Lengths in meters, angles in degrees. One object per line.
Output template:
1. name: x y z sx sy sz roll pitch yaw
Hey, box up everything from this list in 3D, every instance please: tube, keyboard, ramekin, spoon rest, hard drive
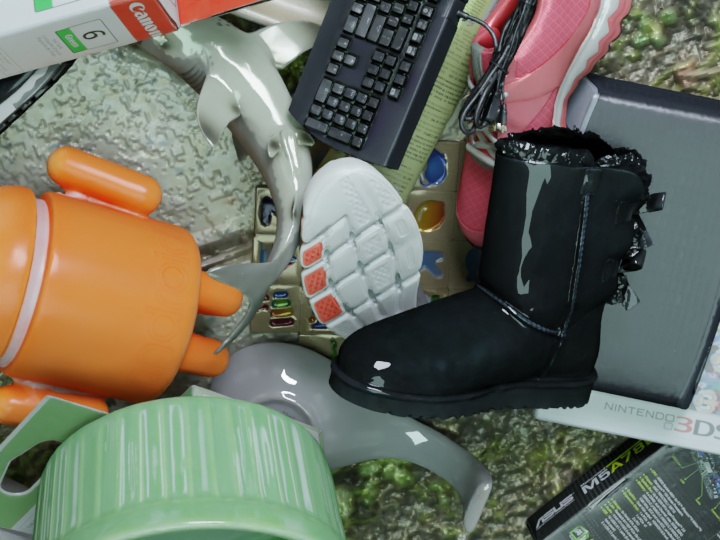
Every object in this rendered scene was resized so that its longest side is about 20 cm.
1. tube: 0.038 -0.120 1.033 0.058 0.052 0.201 30 102 5
2. keyboard: 0.046 -0.155 0.956 0.126 0.021 0.202 22 92 14
3. ramekin: -0.101 0.163 0.975 0.198 0.098 0.201 -6 140 -5
4. spoon rest: -0.008 0.113 1.107 0.198 0.061 0.100 22 112 0
5. hard drive: 0.175 -0.015 1.050 0.134 0.042 0.202 12 100 2

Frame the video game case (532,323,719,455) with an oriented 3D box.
1. video game case: 0.221 0.018 1.087 0.180 0.024 0.202 11 100 1

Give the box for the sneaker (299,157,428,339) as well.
1. sneaker: 0.000 0.000 1.024 0.076 0.082 0.201 -21 133 -3

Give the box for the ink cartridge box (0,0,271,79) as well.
1. ink cartridge box: -0.147 -0.186 0.942 0.198 0.050 0.110 -14 68 11

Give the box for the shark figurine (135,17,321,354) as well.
1. shark figurine: -0.067 -0.067 1.008 0.127 0.090 0.216 -12 75 -24

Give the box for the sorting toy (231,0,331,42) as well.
1. sorting toy: -0.030 -0.244 0.993 0.184 0.037 0.202 19 105 -12

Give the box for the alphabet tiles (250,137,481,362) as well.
1. alphabet tiles: 0.027 -0.005 1.094 0.198 0.006 0.168 1 108 -7

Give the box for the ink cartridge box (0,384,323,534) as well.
1. ink cartridge box: -0.142 0.126 1.036 0.199 0.048 0.145 23 131 -30

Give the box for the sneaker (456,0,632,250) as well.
1. sneaker: 0.089 -0.111 1.008 0.086 0.074 0.202 7 109 -42

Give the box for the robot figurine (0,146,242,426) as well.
1. robot figurine: -0.175 0.013 1.011 0.198 0.117 0.144 14 124 -23

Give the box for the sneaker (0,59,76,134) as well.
1. sneaker: -0.248 -0.114 0.993 0.200 0.076 0.088 -41 102 7

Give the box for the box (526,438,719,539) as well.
1. box: 0.250 0.195 1.165 0.193 0.048 0.200 -40 107 5

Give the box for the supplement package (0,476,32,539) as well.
1. supplement package: -0.286 0.191 1.061 0.199 0.120 0.122 29 103 -15

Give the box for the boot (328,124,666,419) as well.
1. boot: 0.081 -0.001 0.967 0.197 0.073 0.164 0 112 -30
